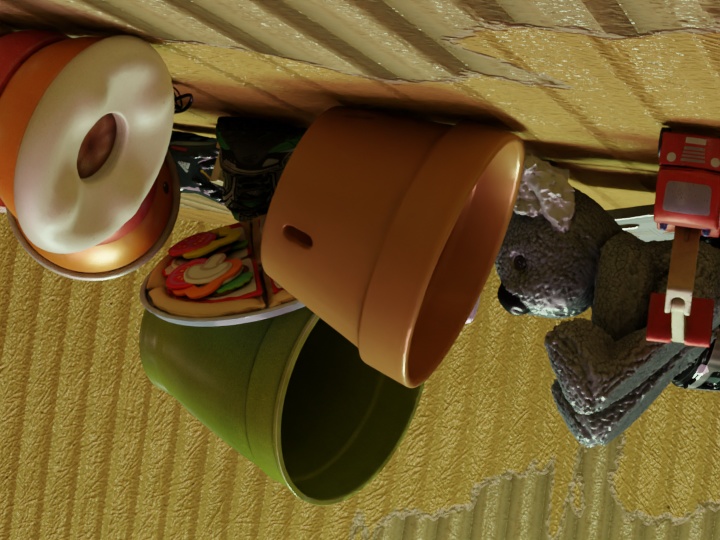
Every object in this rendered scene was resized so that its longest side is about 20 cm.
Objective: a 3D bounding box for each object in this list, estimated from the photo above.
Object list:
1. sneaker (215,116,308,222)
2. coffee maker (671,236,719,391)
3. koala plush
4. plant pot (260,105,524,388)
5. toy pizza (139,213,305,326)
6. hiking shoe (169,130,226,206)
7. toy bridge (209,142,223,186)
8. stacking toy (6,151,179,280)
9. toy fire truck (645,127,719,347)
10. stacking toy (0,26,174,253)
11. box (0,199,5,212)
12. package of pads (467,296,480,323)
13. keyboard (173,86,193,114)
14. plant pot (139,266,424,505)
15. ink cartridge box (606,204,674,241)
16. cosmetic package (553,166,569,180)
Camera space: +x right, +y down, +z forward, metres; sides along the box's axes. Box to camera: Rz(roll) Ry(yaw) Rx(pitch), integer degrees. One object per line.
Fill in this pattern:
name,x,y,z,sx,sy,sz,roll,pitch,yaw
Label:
sneaker,-0.083,-0.083,1.705,0.077,0.086,0.200,7,178,4
coffee maker,0.373,0.034,1.739,0.199,0.193,0.135,16,133,-9
koala plush,0.183,0.004,1.618,0.200,0.184,0.177,47,173,19
plant pot,0.018,-0.033,1.487,0.139,0.201,0.200,24,-177,15
toy pizza,-0.084,-0.012,1.622,0.199,0.032,0.200,-12,-157,5
hiking shoe,-0.143,-0.104,1.883,0.198,0.075,0.087,3,-153,-8
toy bridge,-0.042,-0.081,1.844,0.199,0.068,0.027,21,174,-21
stacking toy,-0.217,-0.078,1.603,0.145,0.147,0.200,8,170,-4
toy fire truck,0.230,-0.019,1.416,0.048,0.142,0.200,7,178,11
stacking toy,-0.233,-0.111,1.305,0.199,0.147,0.146,26,-173,25
box,-0.291,-0.100,1.824,0.199,0.103,0.094,5,177,41
package of pads,0.000,0.000,1.812,0.199,0.076,0.120,20,155,-34
keyboard,-0.185,-0.128,1.468,0.103,0.040,0.200,8,179,5
plant pot,-0.077,0.069,1.686,0.192,0.202,0.200,19,-175,34
ink cartridge box,0.239,-0.044,1.790,0.159,0.048,0.200,-6,168,23
cosmetic package,0.108,-0.071,1.799,0.082,0.051,0.200,7,179,-17
